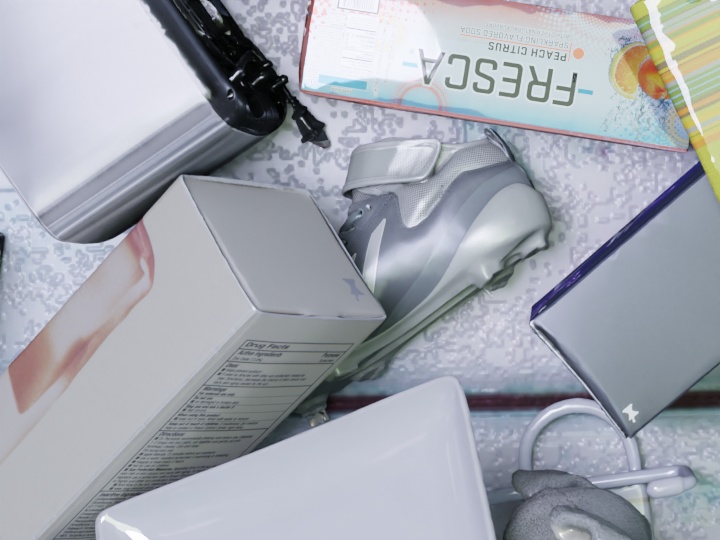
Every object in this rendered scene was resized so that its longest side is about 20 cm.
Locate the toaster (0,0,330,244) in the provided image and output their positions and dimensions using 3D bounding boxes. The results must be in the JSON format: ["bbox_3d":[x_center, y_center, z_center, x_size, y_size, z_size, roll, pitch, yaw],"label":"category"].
[{"bbox_3d":[-0.125,-0.111,1.067,0.119,0.181,0.200,-35,90,8],"label":"toaster"}]

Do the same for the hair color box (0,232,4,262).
[{"bbox_3d":[-0.234,0.077,1.124,0.060,0.100,0.200,9,95,3],"label":"hair color box"}]

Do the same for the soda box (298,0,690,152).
[{"bbox_3d":[0.071,-0.105,1.107,0.200,0.068,0.064,10,95,4],"label":"soda box"}]

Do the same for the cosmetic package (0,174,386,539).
[{"bbox_3d":[-0.097,0.051,1.070,0.200,0.103,0.087,-44,62,26],"label":"cosmetic package"}]

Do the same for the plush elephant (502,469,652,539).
[{"bbox_3d":[0.103,0.173,1.012,0.200,0.165,0.155,-39,87,-3],"label":"plush elephant"}]

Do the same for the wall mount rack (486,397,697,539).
[{"bbox_3d":[0.094,0.172,1.121,0.174,0.075,0.200,-9,92,5],"label":"wall mount rack"}]

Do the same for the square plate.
[{"bbox_3d":[-0.018,0.171,0.990,0.200,0.028,0.198,-22,61,18],"label":"square plate"}]

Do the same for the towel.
[{"bbox_3d":[0.201,-0.049,0.990,0.086,0.018,0.200,-24,90,11],"label":"towel"}]

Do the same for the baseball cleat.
[{"bbox_3d":[0.000,0.000,1.129,0.200,0.070,0.106,-33,75,3],"label":"baseball cleat"}]

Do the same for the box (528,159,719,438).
[{"bbox_3d":[0.181,-0.015,1.070,0.200,0.141,0.079,-41,91,5],"label":"box"}]
